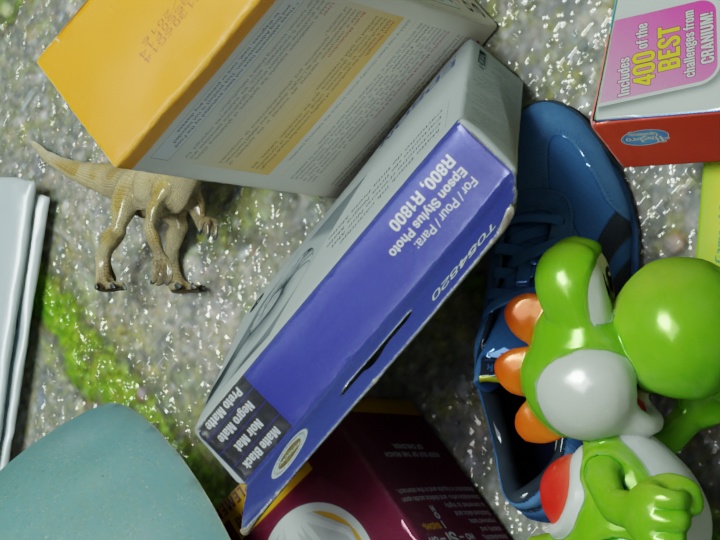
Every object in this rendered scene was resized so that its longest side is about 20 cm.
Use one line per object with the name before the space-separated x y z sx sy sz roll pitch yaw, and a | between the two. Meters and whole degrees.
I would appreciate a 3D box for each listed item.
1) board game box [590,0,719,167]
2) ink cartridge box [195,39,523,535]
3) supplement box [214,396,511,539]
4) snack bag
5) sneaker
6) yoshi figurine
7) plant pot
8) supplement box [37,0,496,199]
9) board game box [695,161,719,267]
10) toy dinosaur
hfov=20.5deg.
board game box | 0.206 -0.124 0.844 0.199 0.040 0.154 -2 62 31
ink cartridge box | 0.000 0.000 0.923 0.041 0.200 0.200 37 109 -9
supplement box | 0.022 0.170 0.947 0.110 0.086 0.200 -46 64 21
snack bag | -0.271 0.035 1.191 0.199 0.021 0.190 6 88 36
sneaker | 0.086 0.016 0.926 0.066 0.078 0.201 -8 80 34
yoshi figurine | 0.133 0.079 0.850 0.112 0.112 0.201 3 108 68
plant pot | -0.147 0.183 0.973 0.200 0.134 0.201 42 144 41
supplement box | -0.039 -0.108 0.945 0.126 0.200 0.074 -47 66 20
board game box | 0.244 -0.027 0.843 0.199 0.048 0.102 4 88 33
toy dinosaur | -0.115 -0.039 1.079 0.200 0.058 0.102 -7 81 57
